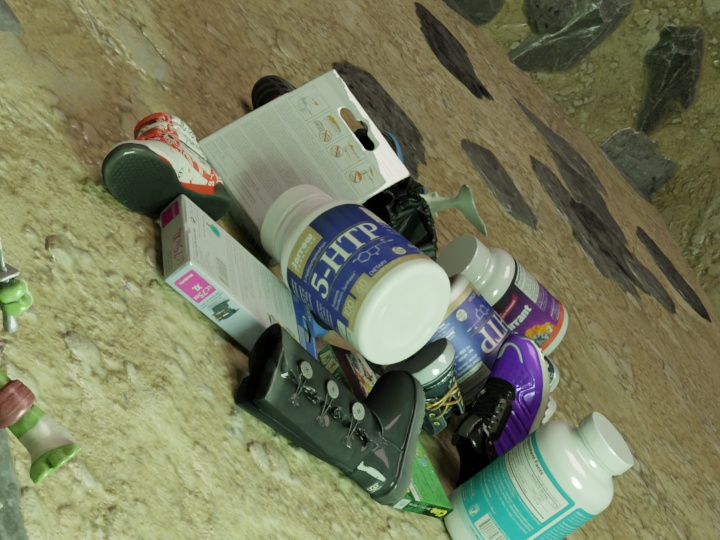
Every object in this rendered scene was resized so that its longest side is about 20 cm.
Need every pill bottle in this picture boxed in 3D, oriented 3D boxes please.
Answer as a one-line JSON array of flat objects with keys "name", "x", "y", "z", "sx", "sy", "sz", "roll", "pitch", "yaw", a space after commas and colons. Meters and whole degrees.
[{"name": "pill bottle", "x": 0.142, "y": 0.116, "z": 1.766, "sx": 0.200, "sy": 0.120, "sz": 0.120, "roll": 50, "pitch": 18, "yaw": -5}, {"name": "pill bottle", "x": 0.194, "y": 0.236, "z": 1.552, "sx": 0.111, "sy": 0.200, "sz": 0.111, "roll": 44, "pitch": 19, "yaw": -20}, {"name": "pill bottle", "x": -0.012, "y": -0.004, "z": 1.498, "sx": 0.200, "sy": 0.120, "sz": 0.119, "roll": 39, "pitch": 7, "yaw": 38}, {"name": "pill bottle", "x": 0.199, "y": 0.038, "z": 2.085, "sx": 0.200, "sy": 0.111, "sz": 0.112, "roll": 40, "pitch": 21, "yaw": -29}]

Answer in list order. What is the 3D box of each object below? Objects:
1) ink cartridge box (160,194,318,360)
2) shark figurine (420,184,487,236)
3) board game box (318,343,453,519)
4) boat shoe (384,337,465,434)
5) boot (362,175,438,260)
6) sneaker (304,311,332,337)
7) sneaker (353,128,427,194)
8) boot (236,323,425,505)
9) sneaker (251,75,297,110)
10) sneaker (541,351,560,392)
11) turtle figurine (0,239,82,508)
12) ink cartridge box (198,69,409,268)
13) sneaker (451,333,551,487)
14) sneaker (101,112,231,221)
[{"name": "ink cartridge box", "x": -0.121, "y": 0.023, "z": 1.459, "sx": 0.200, "sy": 0.042, "sz": 0.120, "roll": 40, "pitch": 21, "yaw": -31}, {"name": "shark figurine", "x": 0.055, "y": -0.069, "z": 1.970, "sx": 0.128, "sy": 0.213, "sz": 0.090, "roll": 178, "pitch": -88, "yaw": -78}, {"name": "board game box", "x": 0.026, "y": 0.173, "z": 1.559, "sx": 0.105, "sy": 0.023, "sz": 0.201, "roll": 28, "pitch": 29, "yaw": -52}, {"name": "boat shoe", "x": 0.086, "y": 0.132, "z": 1.611, "sx": 0.091, "sy": 0.071, "sz": 0.200, "roll": 54, "pitch": -8, "yaw": -1}, {"name": "boot", "x": 0.053, "y": -0.036, "z": 1.796, "sx": 0.163, "sy": 0.073, "sz": 0.199, "roll": -130, "pitch": -158, "yaw": -60}, {"name": "sneaker", "x": 0.000, "y": 0.000, "z": 1.648, "sx": 0.070, "sy": 0.078, "sz": 0.200, "roll": 50, "pitch": 37, "yaw": -17}, {"name": "sneaker", "x": 0.036, "y": -0.134, "z": 2.111, "sx": 0.082, "sy": 0.071, "sz": 0.200, "roll": 15, "pitch": 37, "yaw": -39}, {"name": "boot", "x": -0.027, "y": 0.118, "z": 1.431, "sx": 0.200, "sy": 0.066, "sz": 0.165, "roll": 37, "pitch": 35, "yaw": -26}, {"name": "sneaker", "x": -0.104, "y": -0.185, "z": 1.845, "sx": 0.087, "sy": 0.074, "sz": 0.201, "roll": 38, "pitch": 27, "yaw": -51}, {"name": "sneaker", "x": 0.156, "y": 0.090, "z": 1.868, "sx": 0.202, "sy": 0.077, "sz": 0.146, "roll": 30, "pitch": -9, "yaw": 49}, {"name": "turtle figurine", "x": -0.268, "y": 0.061, "z": 0.891, "sx": 0.144, "sy": 0.200, "sz": 0.194, "roll": -35, "pitch": 91, "yaw": -38}, {"name": "ink cartridge box", "x": -0.069, "y": -0.119, "z": 1.653, "sx": 0.199, "sy": 0.050, "sz": 0.163, "roll": -31, "pitch": 80, "yaw": -27}, {"name": "sneaker", "x": 0.153, "y": 0.171, "z": 1.647, "sx": 0.099, "sy": 0.202, "sz": 0.069, "roll": 5, "pitch": 6, "yaw": -41}, {"name": "sneaker", "x": -0.214, "y": -0.116, "z": 1.468, "sx": 0.108, "sy": 0.067, "sz": 0.201, "roll": 59, "pitch": 16, "yaw": 24}]
